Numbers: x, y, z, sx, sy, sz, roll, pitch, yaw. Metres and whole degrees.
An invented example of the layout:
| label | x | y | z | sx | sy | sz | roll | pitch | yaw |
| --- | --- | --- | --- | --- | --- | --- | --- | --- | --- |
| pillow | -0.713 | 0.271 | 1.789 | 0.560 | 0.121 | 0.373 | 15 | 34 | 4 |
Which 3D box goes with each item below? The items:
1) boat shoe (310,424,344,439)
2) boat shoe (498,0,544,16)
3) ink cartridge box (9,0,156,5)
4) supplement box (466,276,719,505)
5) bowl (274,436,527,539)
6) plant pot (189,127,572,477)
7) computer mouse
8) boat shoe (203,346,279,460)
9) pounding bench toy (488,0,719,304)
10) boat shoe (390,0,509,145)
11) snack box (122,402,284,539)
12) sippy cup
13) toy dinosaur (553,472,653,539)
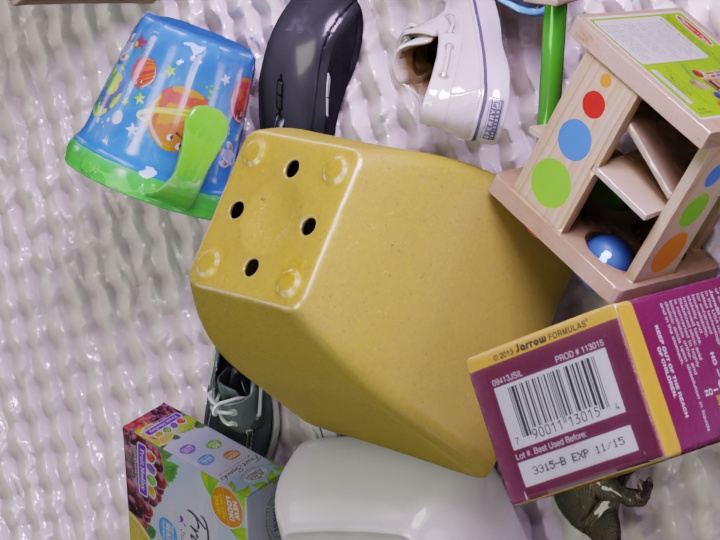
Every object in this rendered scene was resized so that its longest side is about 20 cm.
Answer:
| label | x | y | z | sx | sy | sz | roll | pitch | yaw |
| --- | --- | --- | --- | --- | --- | --- | --- | --- | --- |
| boat shoe | -0.023 | 0.076 | 1.832 | 0.067 | 0.073 | 0.202 | -1 | 99 | 63 |
| boat shoe | 0.074 | -0.256 | 1.703 | 0.199 | 0.084 | 0.069 | 34 | 115 | 13 |
| ink cartridge box | -0.232 | -0.310 | 1.889 | 0.075 | 0.164 | 0.201 | -33 | 76 | 37 |
| supplement box | 0.185 | 0.073 | 1.568 | 0.130 | 0.199 | 0.104 | -24 | 82 | 40 |
| bowl | 0.029 | 0.224 | 1.771 | 0.199 | 0.075 | 0.201 | -2 | 119 | 39 |
| plant pot | 0.000 | 0.000 | 1.664 | 0.193 | 0.200 | 0.197 | 14 | 76 | 44 |
| computer mouse | -0.033 | -0.112 | 1.828 | 0.140 | 0.046 | 0.201 | 37 | 119 | 32 |
| boat shoe | -0.101 | 0.090 | 1.911 | 0.073 | 0.062 | 0.202 | 28 | 115 | 33 |
| pounding bench toy | 0.161 | -0.094 | 1.612 | 0.200 | 0.124 | 0.157 | 45 | 123 | 26 |
| boat shoe | 0.056 | -0.147 | 1.661 | 0.201 | 0.069 | 0.071 | -96 | 17 | -59 |
| snack box | -0.120 | 0.223 | 1.924 | 0.142 | 0.053 | 0.201 | 24 | 129 | 35 |
| sippy cup | -0.145 | -0.123 | 1.866 | 0.177 | 0.139 | 0.131 | 26 | 99 | 32 |
| toy dinosaur | 0.161 | 0.132 | 1.698 | 0.102 | 0.077 | 0.201 | -36 | 78 | 51 |
